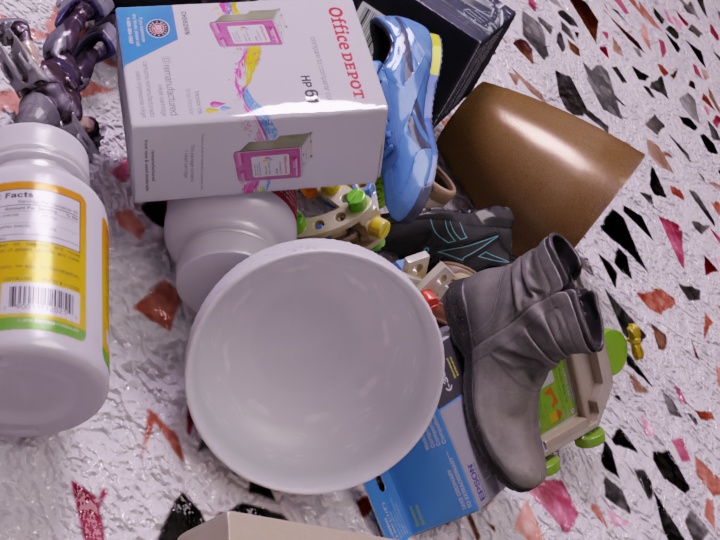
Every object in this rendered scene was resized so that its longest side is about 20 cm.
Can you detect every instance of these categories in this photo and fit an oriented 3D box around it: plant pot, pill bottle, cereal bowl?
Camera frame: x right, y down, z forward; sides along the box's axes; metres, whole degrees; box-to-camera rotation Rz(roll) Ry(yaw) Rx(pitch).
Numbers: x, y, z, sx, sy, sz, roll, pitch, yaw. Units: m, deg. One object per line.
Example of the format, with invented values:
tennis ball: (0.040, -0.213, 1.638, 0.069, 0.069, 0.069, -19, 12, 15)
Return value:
plant pot: (0.189, -0.117, 1.414, 0.199, 0.187, 0.186, 38, 33, 7)
pill bottle: (-0.108, -0.062, 1.043, 0.112, 0.112, 0.202, 28, 40, -31)
pill bottle: (-0.227, 0.000, 0.846, 0.110, 0.111, 0.202, 23, 43, -36)
cereal bowl: (-0.039, 0.066, 0.959, 0.199, 0.201, 0.083, 37, 8, -20)

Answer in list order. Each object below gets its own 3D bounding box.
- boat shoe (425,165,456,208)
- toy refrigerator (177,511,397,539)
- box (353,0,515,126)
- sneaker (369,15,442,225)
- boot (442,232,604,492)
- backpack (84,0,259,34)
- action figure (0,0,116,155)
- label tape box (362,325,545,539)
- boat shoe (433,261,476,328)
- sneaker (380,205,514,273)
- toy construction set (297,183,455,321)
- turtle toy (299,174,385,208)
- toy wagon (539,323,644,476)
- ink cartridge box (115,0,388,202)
boat shoe: (0.026, -0.146, 1.320, 0.201, 0.064, 0.071, 51, 34, -3)
toy refrigerator: (-0.036, 0.234, 0.900, 0.198, 0.070, 0.077, 18, 53, -39)
box: (0.042, -0.267, 1.339, 0.199, 0.125, 0.197, 34, 25, 4)
sneaker: (0.028, -0.142, 1.151, 0.078, 0.066, 0.203, 14, 69, -30)
boot: (0.150, 0.080, 1.050, 0.067, 0.130, 0.203, -5, 76, -51)
backpack: (-0.133, -0.227, 1.133, 0.200, 0.166, 0.127, 46, 29, -19)
action figure: (-0.240, -0.161, 0.997, 0.201, 0.068, 0.131, -76, 152, -50)
label tape box: (0.073, 0.137, 1.087, 0.199, 0.066, 0.145, -25, 94, -55)
boat shoe: (0.132, 0.075, 1.254, 0.200, 0.072, 0.068, 43, 67, -28)
sneaker: (0.084, -0.025, 1.271, 0.198, 0.075, 0.081, -2, 88, -34)
toy construction set: (0.000, 0.000, 1.067, 0.200, 0.130, 0.093, 47, -14, 50)
turtle toy: (-0.016, -0.145, 1.220, 0.145, 0.100, 0.203, 1, 79, -46)
toy wagon: (0.205, 0.106, 1.241, 0.198, 0.039, 0.157, -23, 106, -33)
ink cartridge box: (-0.088, -0.139, 0.981, 0.197, 0.085, 0.146, -5, 50, -14)
